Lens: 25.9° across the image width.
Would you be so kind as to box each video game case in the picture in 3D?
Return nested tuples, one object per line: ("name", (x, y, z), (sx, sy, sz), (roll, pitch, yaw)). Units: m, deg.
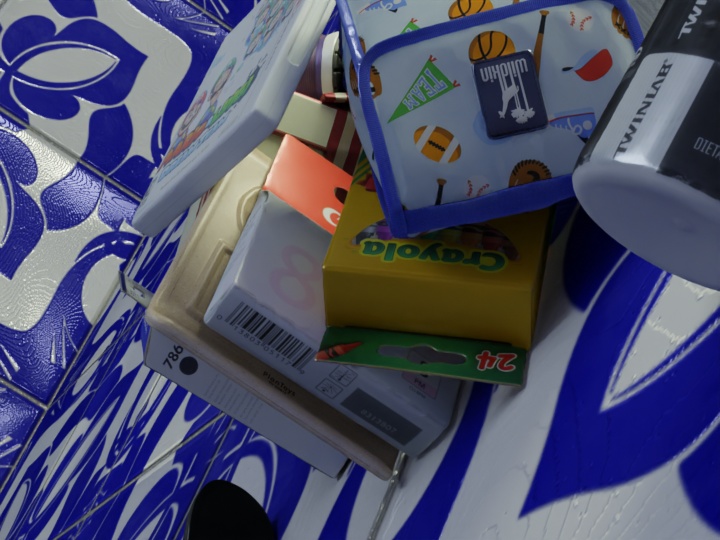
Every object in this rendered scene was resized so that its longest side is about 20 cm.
("video game case", (-0.076, -0.130, 1.059), (0.200, 0.024, 0.183), (-34, 29, 54))

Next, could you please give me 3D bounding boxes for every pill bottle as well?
("pill bottle", (0.182, -0.099, 0.692), (0.201, 0.106, 0.106), (-60, 13, -13))

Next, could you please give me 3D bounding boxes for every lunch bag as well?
("lunch bag", (0.077, -0.111, 0.920), (0.201, 0.169, 0.124), (-103, 0, -46))

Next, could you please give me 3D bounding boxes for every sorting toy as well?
("sorting toy", (-0.036, 0.025, 1.023), (0.036, 0.185, 0.201), (-46, 15, 39))

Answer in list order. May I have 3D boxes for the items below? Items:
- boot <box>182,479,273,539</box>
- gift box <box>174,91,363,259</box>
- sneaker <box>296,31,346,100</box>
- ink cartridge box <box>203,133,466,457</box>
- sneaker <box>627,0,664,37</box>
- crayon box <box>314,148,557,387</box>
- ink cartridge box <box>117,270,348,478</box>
("boot", (-0.144, 0.263, 1.130), (0.174, 0.069, 0.201), (-48, 18, 33))
("gift box", (-0.031, -0.035, 1.191), (0.184, 0.199, 0.188), (-6, 67, 68))
("sneaker", (-0.039, -0.168, 1.299), (0.200, 0.087, 0.076), (-4, -84, -78))
("ink cartridge box", (0.000, 0.000, 1.008), (0.057, 0.162, 0.201), (-44, 18, 44))
("sneaker", (0.212, -0.226, 0.997), (0.202, 0.073, 0.118), (-64, 0, 1))
("crayon box", (0.052, -0.020, 0.948), (0.201, 0.126, 0.051), (-73, -15, -48))
("ink cartridge box", (-0.097, 0.073, 1.114), (0.039, 0.199, 0.099), (-56, 11, 1))
